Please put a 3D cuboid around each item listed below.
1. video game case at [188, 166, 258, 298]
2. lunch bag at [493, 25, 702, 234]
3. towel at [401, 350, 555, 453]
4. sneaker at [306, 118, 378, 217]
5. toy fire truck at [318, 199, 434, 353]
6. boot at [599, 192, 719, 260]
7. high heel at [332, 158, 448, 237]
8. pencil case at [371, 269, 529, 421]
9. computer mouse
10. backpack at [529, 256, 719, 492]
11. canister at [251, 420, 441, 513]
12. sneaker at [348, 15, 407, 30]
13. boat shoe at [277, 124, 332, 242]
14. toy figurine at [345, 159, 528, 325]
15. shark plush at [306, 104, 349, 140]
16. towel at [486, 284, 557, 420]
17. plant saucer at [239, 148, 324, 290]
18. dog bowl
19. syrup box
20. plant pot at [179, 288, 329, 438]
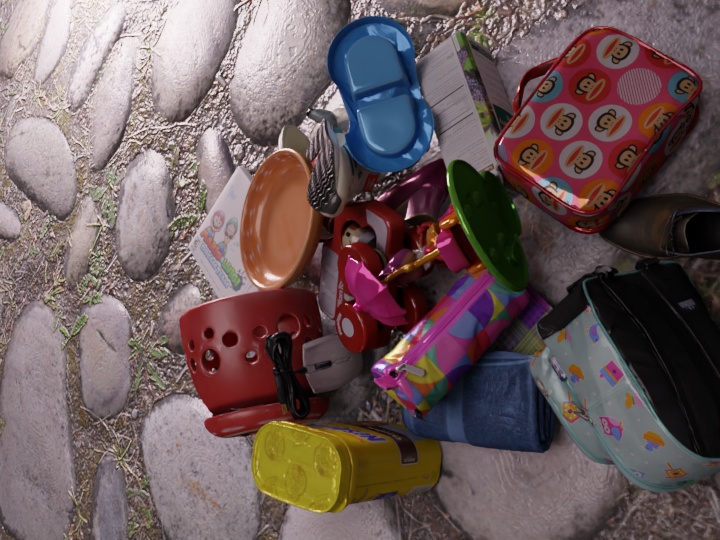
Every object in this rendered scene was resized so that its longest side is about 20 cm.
[{"bbox_3d":[-0.199,-0.043,1.272,0.182,0.024,0.200,-53,53,22],"label":"video game case"},{"bbox_3d":[0.240,-0.157,0.821,0.176,0.082,0.200,40,89,26],"label":"lunch bag"},{"bbox_3d":[0.132,0.150,0.905,0.199,0.048,0.112,-2,83,41],"label":"towel"},{"bbox_3d":[-0.015,-0.124,0.978,0.070,0.093,0.200,-58,22,26],"label":"sneaker"},{"bbox_3d":[0.000,0.000,1.001,0.168,0.112,0.201,35,131,42],"label":"toy fire truck"},{"bbox_3d":[0.317,-0.048,0.768,0.199,0.097,0.075,10,90,41],"label":"boot"},{"bbox_3d":[0.039,-0.089,1.055,0.200,0.067,0.096,-20,45,49],"label":"high heel"},{"bbox_3d":[0.101,0.077,0.866,0.200,0.089,0.088,-45,49,-14],"label":"pencil case"},{"bbox_3d":[-0.045,0.119,0.999,0.044,0.200,0.110,-16,88,30],"label":"computer mouse"},{"bbox_3d":[0.276,0.109,0.734,0.200,0.175,0.154,59,137,29],"label":"backpack"},{"bbox_3d":[-0.012,0.234,0.947,0.148,0.199,0.087,4,86,41],"label":"canister"},{"bbox_3d":[0.032,-0.276,1.050,0.089,0.067,0.201,-6,59,5],"label":"sneaker"},{"bbox_3d":[-0.094,-0.124,1.159,0.066,0.074,0.200,-37,66,40],"label":"boat shoe"},{"bbox_3d":[0.071,-0.018,0.843,0.184,0.200,0.151,-29,100,26],"label":"toy figurine"},{"bbox_3d":[0.014,-0.191,1.106,0.199,0.091,0.084,8,109,22],"label":"shark plush"},{"bbox_3d":[0.183,0.093,0.916,0.144,0.023,0.200,-56,52,21],"label":"towel"},{"bbox_3d":[-0.108,-0.069,1.076,0.200,0.037,0.201,-14,72,51],"label":"plant saucer"},{"bbox_3d":[0.028,-0.215,0.962,0.111,0.050,0.201,-16,82,10],"label":"dog bowl"},{"bbox_3d":[0.142,-0.185,0.956,0.081,0.079,0.201,-30,64,34],"label":"syrup box"},{"bbox_3d":[-0.146,0.135,1.083,0.200,0.200,0.184,-20,73,38],"label":"plant pot"}]
